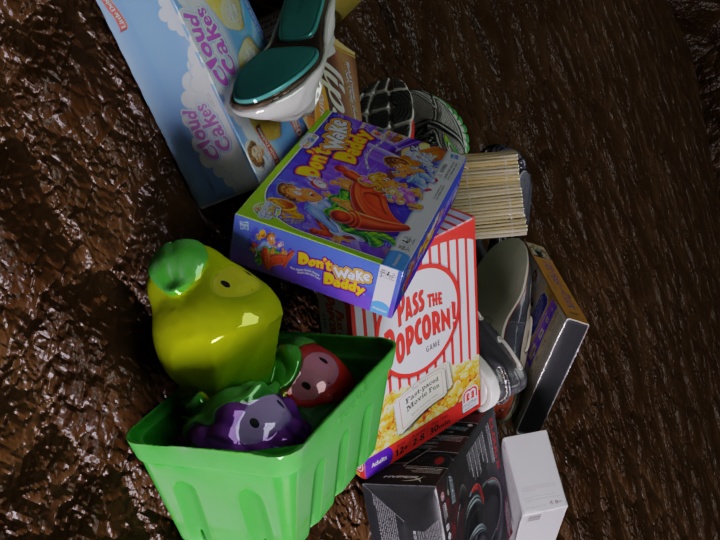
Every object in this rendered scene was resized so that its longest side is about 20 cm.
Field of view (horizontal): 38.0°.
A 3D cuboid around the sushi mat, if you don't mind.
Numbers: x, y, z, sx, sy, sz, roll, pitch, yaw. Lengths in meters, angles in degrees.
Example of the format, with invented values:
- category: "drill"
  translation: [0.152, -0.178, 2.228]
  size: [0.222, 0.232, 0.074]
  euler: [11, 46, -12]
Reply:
- category: "sushi mat"
  translation: [0.069, -0.073, 1.067]
  size: [0.012, 0.198, 0.096]
  euler: [111, -27, -73]

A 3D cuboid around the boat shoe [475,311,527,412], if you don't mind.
- category: "boat shoe"
  translation: [0.090, 0.055, 1.055]
  size: [0.060, 0.074, 0.200]
  euler: [-16, 49, -34]

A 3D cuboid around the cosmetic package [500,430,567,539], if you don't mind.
- category: "cosmetic package"
  translation: [0.176, 0.246, 1.101]
  size: [0.200, 0.050, 0.083]
  euler: [84, -7, -60]

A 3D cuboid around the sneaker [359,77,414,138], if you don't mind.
- category: "sneaker"
  translation: [0.029, -0.112, 1.138]
  size: [0.085, 0.076, 0.201]
  euler: [57, 29, -67]

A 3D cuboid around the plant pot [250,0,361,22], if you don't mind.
- category: "plant pot"
  translation: [-0.048, -0.321, 0.996]
  size: [0.200, 0.199, 0.143]
  euler: [17, 86, -58]

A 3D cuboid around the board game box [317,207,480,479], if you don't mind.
- category: "board game box"
  translation: [0.037, 0.061, 0.921]
  size: [0.151, 0.046, 0.201]
  euler: [-26, 124, -34]

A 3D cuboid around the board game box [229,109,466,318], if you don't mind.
- category: "board game box"
  translation: [-0.004, -0.053, 0.847]
  size: [0.200, 0.134, 0.045]
  euler: [-59, 165, -54]

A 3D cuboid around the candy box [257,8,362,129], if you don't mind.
- category: "candy box"
  translation: [-0.047, -0.139, 1.009]
  size: [0.115, 0.055, 0.201]
  euler: [25, 54, -55]

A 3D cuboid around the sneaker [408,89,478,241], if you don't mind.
- category: "sneaker"
  translation: [0.087, -0.128, 1.196]
  size: [0.085, 0.078, 0.201]
  euler: [29, 37, -58]

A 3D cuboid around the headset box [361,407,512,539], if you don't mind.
- category: "headset box"
  translation: [0.082, 0.223, 0.997]
  size: [0.200, 0.075, 0.150]
  euler: [-36, 119, -61]

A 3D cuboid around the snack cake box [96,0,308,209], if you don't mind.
- category: "snack cake box"
  translation: [-0.127, -0.168, 0.866]
  size: [0.201, 0.067, 0.115]
  euler: [65, 28, -16]

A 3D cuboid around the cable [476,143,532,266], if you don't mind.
- category: "cable"
  translation: [0.150, -0.052, 1.255]
  size: [0.050, 0.163, 0.202]
  euler: [2, 95, -17]

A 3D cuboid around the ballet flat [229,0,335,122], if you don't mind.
- category: "ballet flat"
  translation: [-0.054, -0.166, 0.870]
  size: [0.070, 0.069, 0.201]
  euler: [55, 31, -30]

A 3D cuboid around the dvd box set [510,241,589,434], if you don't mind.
- category: "dvd box set"
  translation: [0.192, 0.073, 1.181]
  size: [0.029, 0.147, 0.200]
  euler: [15, 22, -12]

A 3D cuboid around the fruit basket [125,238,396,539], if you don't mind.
- category: "fruit basket"
  translation: [-0.076, 0.073, 0.762]
  size: [0.215, 0.154, 0.217]
  euler: [2, 90, -67]

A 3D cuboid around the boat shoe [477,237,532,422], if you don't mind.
- category: "boat shoe"
  translation: [0.155, 0.064, 1.137]
  size: [0.062, 0.071, 0.201]
  euler: [33, 60, -43]
